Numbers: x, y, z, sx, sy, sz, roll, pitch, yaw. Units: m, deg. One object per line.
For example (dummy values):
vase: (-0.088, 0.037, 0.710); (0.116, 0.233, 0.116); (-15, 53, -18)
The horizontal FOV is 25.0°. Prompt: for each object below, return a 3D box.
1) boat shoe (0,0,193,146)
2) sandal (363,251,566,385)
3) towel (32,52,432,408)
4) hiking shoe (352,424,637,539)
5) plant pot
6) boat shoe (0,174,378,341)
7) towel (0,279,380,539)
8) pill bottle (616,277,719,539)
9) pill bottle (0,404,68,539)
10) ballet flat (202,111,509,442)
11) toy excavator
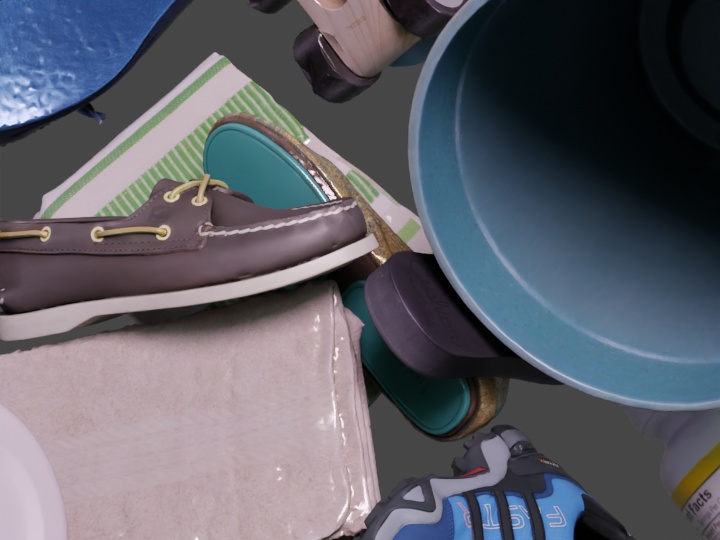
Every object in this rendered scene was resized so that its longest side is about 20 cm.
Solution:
boat shoe: (-0.142, -0.123, 0.874); (0.084, 0.069, 0.200); (48, 59, 4)
sandal: (0.077, 0.016, 0.769); (0.076, 0.043, 0.200); (57, 28, 15)
towel: (-0.053, -0.010, 0.846); (0.200, 0.023, 0.153); (40, 64, 13)
hiking shoe: (0.052, 0.131, 0.706); (0.086, 0.075, 0.200); (29, 33, 21)
plant pot: (0.150, -0.073, 0.717); (0.200, 0.201, 0.188); (33, 40, 11)
boat shoe: (-0.090, -0.013, 0.764); (0.200, 0.072, 0.061); (-11, 94, 21)
towel: (-0.090, 0.084, 0.750); (0.199, 0.035, 0.133); (-12, 60, 9)
pill bottle: (0.215, 0.102, 0.767); (0.114, 0.114, 0.200); (-29, 69, -22)
pill bottle: (-0.223, 0.119, 0.654); (0.199, 0.111, 0.111); (-17, 54, 31)
ballet flat: (0.000, 0.000, 0.804); (0.071, 0.071, 0.200); (-36, 74, -24)
toy excavator: (0.007, -0.219, 0.928); (0.195, 0.100, 0.200); (52, 41, -4)
